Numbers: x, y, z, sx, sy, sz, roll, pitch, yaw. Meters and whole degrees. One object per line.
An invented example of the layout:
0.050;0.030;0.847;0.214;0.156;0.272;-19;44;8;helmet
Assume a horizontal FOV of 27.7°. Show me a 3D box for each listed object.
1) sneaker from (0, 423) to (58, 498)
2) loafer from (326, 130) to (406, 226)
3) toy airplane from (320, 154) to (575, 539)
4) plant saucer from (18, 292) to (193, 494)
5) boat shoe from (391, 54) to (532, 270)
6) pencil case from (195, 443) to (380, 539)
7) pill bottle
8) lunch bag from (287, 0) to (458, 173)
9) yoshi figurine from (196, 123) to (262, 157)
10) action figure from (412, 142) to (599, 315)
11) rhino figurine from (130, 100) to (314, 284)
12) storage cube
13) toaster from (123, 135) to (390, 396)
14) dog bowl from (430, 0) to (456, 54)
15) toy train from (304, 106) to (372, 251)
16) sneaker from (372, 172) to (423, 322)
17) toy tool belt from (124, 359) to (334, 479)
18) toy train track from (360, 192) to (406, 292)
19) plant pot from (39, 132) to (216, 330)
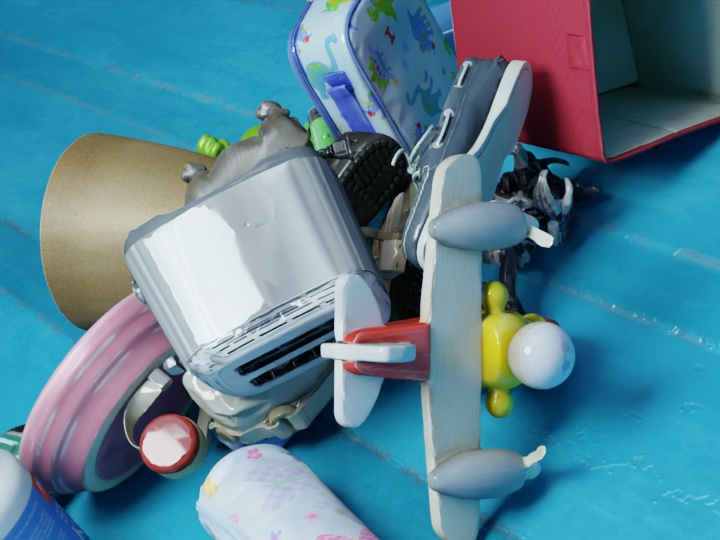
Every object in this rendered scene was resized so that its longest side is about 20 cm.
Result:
-0.299;0.202;1.224;0.074;0.088;0.200;20;28;13;sneaker
-0.044;-0.039;1.241;0.200;0.073;0.071;-46;34;-2;loafer
0.072;0.052;0.974;0.141;0.200;0.199;1;44;36;toy airplane
-0.188;0.103;1.178;0.051;0.201;0.201;35;66;15;plant saucer
0.070;-0.085;1.097;0.062;0.075;0.200;13;64;24;boat shoe
-0.041;0.194;0.990;0.091;0.083;0.200;-18;27;-19;pencil case
-0.270;0.201;1.069;0.112;0.200;0.112;-22;34;16;pill bottle
0.020;-0.174;1.324;0.082;0.200;0.161;-11;39;32;lunch bag
-0.126;-0.099;1.443;0.200;0.112;0.112;4;41;40;yoshi figurine
0.117;-0.046;1.161;0.119;0.102;0.200;5;46;24;action figure
-0.118;-0.059;1.210;0.200;0.060;0.087;-43;29;-10;rhino figurine
0.193;-0.204;1.196;0.171;0.200;0.180;-21;25;-29;storage cube
-0.064;0.002;1.064;0.200;0.114;0.129;-27;69;3;toaster
0.065;-0.231;1.505;0.200;0.050;0.112;-19;34;22;dog bowl
-0.024;-0.081;1.340;0.042;0.056;0.200;-11;44;-5;toy train
0.045;-0.006;1.223;0.076;0.070;0.200;-41;23;42;sneaker
-0.083;0.096;1.157;0.125;0.123;0.200;36;77;23;toy tool belt
0.000;0.000;1.167;0.200;0.032;0.115;144;136;-77;toy train track
-0.158;-0.031;1.333;0.200;0.187;0.186;3;45;23;plant pot
